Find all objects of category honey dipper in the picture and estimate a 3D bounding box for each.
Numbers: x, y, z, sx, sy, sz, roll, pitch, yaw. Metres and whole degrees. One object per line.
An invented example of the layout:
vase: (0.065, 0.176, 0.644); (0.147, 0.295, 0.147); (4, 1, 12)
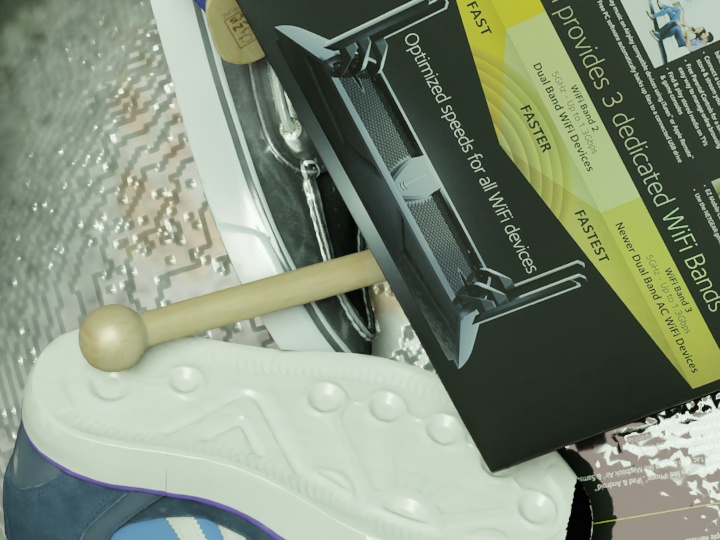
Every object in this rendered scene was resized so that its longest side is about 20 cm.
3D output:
honey dipper: (0.000, 0.000, 0.810); (0.200, 0.038, 0.038); (-15, 83, -23)

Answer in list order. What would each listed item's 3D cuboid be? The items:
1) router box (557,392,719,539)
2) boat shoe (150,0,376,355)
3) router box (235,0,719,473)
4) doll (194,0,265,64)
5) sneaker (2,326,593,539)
router box: (0.159, 0.101, 0.816); (0.200, 0.051, 0.149); (-11, 87, 12)
boat shoe: (-0.022, -0.055, 0.858); (0.068, 0.072, 0.200); (-21, 76, 12)
router box: (0.067, -0.055, 0.729); (0.157, 0.052, 0.200); (-22, 104, 26)
doll: (-0.064, -0.163, 0.842); (0.136, 0.048, 0.200); (-32, 55, 7)
sneaker: (-0.028, 0.099, 0.837); (0.200, 0.147, 0.081); (15, 49, 4)
